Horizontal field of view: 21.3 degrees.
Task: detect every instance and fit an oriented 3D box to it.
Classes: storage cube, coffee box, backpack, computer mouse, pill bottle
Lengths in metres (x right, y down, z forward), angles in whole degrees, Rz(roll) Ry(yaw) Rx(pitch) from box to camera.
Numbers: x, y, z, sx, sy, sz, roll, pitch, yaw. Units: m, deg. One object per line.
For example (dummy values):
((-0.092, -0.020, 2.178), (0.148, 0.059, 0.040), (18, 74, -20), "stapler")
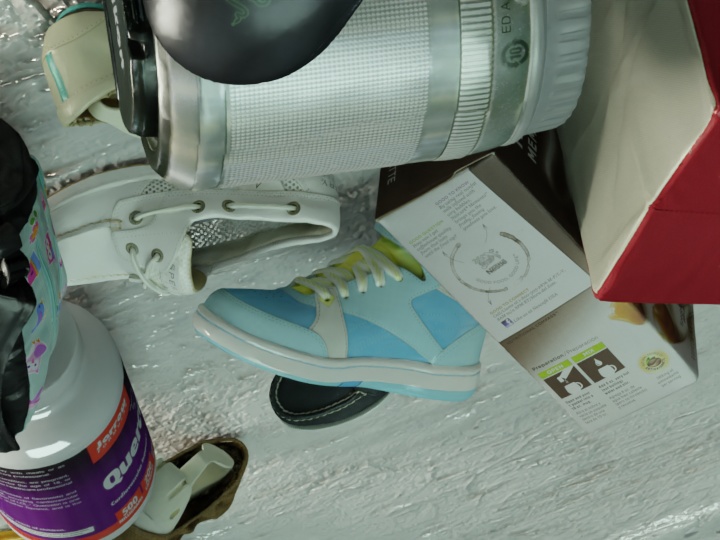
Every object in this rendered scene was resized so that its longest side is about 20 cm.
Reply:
((0.213, -0.096, 0.981), (0.178, 0.201, 0.171), (2, 148, -15), "storage cube")
((0.102, -0.020, 1.069), (0.079, 0.115, 0.200), (-29, 125, 27), "coffee box")
((-0.225, 0.008, 1.015), (0.166, 0.127, 0.201), (8, 139, 12), "backpack")
((-0.015, -0.165, 0.750), (0.138, 0.201, 0.053), (32, 177, -13), "computer mouse")
((-0.196, 0.092, 1.199), (0.112, 0.113, 0.200), (-12, 151, -3), "pill bottle")

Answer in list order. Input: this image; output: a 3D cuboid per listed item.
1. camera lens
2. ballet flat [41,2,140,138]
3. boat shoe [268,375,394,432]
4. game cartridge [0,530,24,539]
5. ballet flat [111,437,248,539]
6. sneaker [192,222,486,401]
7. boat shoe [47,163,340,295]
((-0.013, -0.125, 0.863), (0.198, 0.161, 0.160), (-8, 150, -11), "camera lens")
((-0.068, -0.092, 0.990), (0.199, 0.070, 0.070), (1, 147, -26), "ballet flat")
((0.017, 0.039, 1.239), (0.199, 0.076, 0.060), (-36, 161, 13), "boat shoe")
((-0.296, 0.262, 1.532), (0.175, 0.033, 0.200), (-3, 151, -20), "game cartridge")
((-0.133, 0.158, 1.336), (0.072, 0.068, 0.200), (-52, 167, 23), "ballet flat")
((0.000, 0.000, 1.130), (0.199, 0.079, 0.131), (10, 104, -37), "sneaker")
((-0.108, -0.020, 1.091), (0.199, 0.070, 0.071), (-17, 151, 5), "boat shoe")
